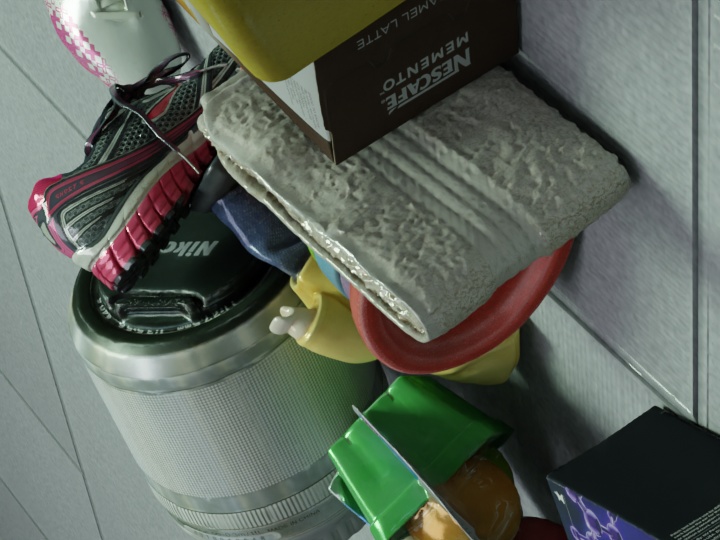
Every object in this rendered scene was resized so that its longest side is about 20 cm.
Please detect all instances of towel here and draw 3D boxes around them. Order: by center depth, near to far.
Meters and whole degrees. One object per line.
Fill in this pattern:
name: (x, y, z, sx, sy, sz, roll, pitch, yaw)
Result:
towel: (0.020, -0.059, 1.123, 0.200, 0.132, 0.035, 41, 158, 37)

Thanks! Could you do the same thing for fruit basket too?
fruit basket: (0.070, 0.152, 1.310, 0.200, 0.094, 0.185, 52, -174, 7)

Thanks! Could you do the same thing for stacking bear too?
stacking bear: (0.009, -0.055, 1.216, 0.201, 0.121, 0.114, 58, 158, 34)

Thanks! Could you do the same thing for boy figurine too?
boy figurine: (0.000, 0.000, 1.294, 0.200, 0.124, 0.065, 39, 149, 5)

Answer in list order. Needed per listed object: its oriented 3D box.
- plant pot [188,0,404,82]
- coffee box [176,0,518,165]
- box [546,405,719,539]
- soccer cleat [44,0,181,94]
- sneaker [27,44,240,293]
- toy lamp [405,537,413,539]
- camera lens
plant pot: (-0.036, -0.203, 1.001, 0.200, 0.199, 0.177, 49, 165, 29)
coffee box: (-0.029, -0.158, 1.138, 0.200, 0.114, 0.080, 47, 161, 34)
box: (0.183, 0.185, 1.158, 0.141, 0.078, 0.201, 30, 144, 60)
soccer cleat: (-0.178, -0.203, 1.514, 0.201, 0.070, 0.086, 58, 161, 7)
sneaker: (-0.105, -0.086, 1.318, 0.074, 0.200, 0.081, 34, 154, 3)
toy lamp: (0.048, 0.212, 1.562, 0.201, 0.058, 0.058, 62, 161, 1)
camera lens: (-0.073, 0.059, 1.407, 0.160, 0.160, 0.201, 37, 157, 48)
